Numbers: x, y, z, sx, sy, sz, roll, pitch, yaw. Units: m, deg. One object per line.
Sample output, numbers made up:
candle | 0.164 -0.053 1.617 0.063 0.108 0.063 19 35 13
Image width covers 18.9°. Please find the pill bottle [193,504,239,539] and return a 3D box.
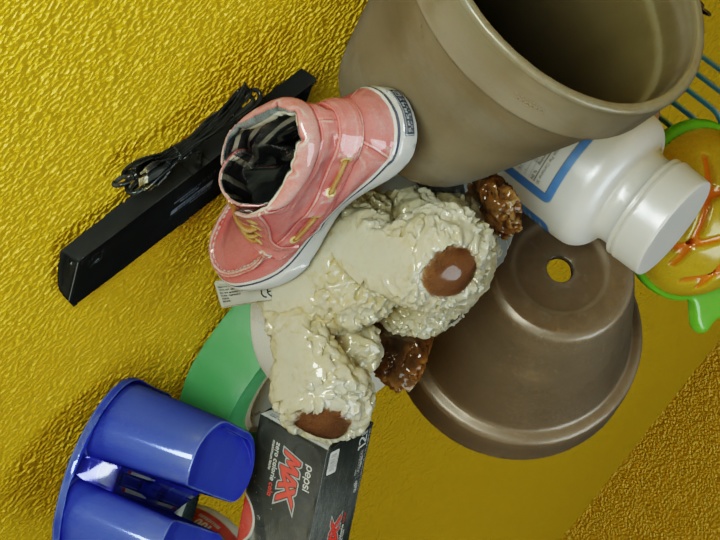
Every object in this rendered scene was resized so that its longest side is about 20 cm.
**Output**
pill bottle | -0.180 0.278 1.724 0.200 0.116 0.116 -32 158 -45

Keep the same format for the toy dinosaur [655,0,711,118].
toy dinosaur | 0.204 -0.150 1.634 0.136 0.086 0.200 -52 158 -54

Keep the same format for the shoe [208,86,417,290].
shoe | -0.057 -0.047 1.303 0.091 0.072 0.200 -6 157 -41

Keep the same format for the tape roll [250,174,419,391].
tape roll | 0.000 0.000 1.540 0.203 0.037 0.203 -33 136 -40

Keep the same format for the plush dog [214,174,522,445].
plush dog | 0.019 0.000 1.426 0.172 0.161 0.200 1 134 -50

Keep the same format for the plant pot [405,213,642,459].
plant pot | 0.135 0.030 1.655 0.200 0.200 0.175 -42 172 -20

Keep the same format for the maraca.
maraca | 0.268 -0.035 1.696 0.137 0.107 0.200 -49 131 -8

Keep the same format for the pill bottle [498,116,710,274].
pill bottle | 0.145 -0.088 1.533 0.112 0.200 0.112 -45 163 -18

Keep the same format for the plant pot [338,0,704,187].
plant pot | 0.080 -0.140 1.317 0.200 0.200 0.174 -32 173 -44

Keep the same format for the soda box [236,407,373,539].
soda box | -0.051 0.197 1.679 0.063 0.071 0.200 -27 135 -51

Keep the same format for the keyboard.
keyboard | -0.103 -0.061 1.292 0.200 0.021 0.127 -40 169 -27

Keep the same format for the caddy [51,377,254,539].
caddy | -0.154 0.154 1.525 0.200 0.105 0.142 47 63 -74

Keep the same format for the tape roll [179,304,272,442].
tape roll | -0.051 0.052 1.647 0.200 0.048 0.200 -43 164 -16

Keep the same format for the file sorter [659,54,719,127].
file sorter | 0.236 -0.116 1.837 0.200 0.139 0.123 -22 147 -57

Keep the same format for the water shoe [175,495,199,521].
water shoe | -0.179 0.205 1.644 0.072 0.079 0.200 102 7 -54

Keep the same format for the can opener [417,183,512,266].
can opener | 0.049 -0.074 1.492 0.053 0.067 0.200 -51 131 -22
